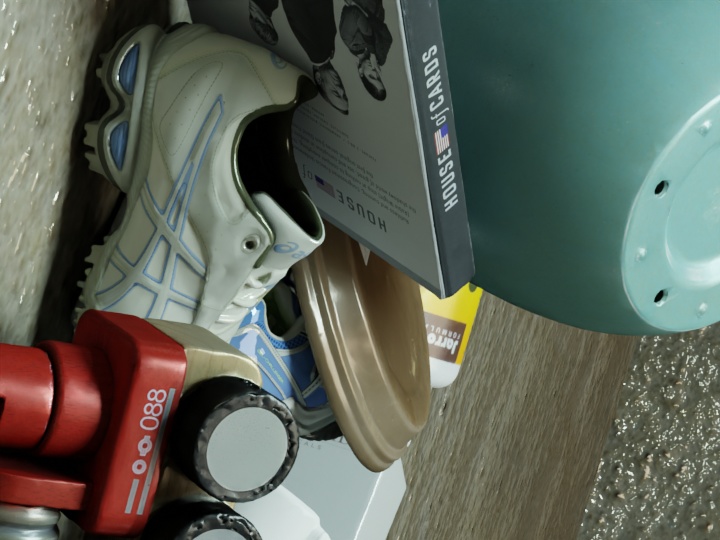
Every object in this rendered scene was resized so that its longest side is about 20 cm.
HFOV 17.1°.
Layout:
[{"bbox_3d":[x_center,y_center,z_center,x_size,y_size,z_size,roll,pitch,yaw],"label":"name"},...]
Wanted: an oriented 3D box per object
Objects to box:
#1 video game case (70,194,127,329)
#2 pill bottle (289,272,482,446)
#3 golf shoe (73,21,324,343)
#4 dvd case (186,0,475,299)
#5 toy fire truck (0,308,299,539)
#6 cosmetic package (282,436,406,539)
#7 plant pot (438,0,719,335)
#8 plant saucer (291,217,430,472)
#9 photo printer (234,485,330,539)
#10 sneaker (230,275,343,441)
[{"bbox_3d":[-0.076,-0.022,1.156,0.182,0.024,0.200,77,32,-63],"label":"video game case"},{"bbox_3d":[0.018,-0.005,1.370,0.109,0.109,0.200,19,87,-77],"label":"pill bottle"},{"bbox_3d":[-0.064,-0.003,1.008,0.078,0.097,0.200,-32,129,-57],"label":"golf shoe"},{"bbox_3d":[-0.020,-0.094,0.991,0.025,0.150,0.200,-38,143,-23],"label":"dvd case"},{"bbox_3d":[-0.137,0.103,0.911,0.129,0.200,0.176,29,-74,59],"label":"toy fire truck"},{"bbox_3d":[-0.056,0.175,1.298,0.071,0.101,0.200,81,27,-59],"label":"cosmetic package"},{"bbox_3d":[0.114,-0.064,1.081,0.201,0.161,0.201,-22,130,-29],"label":"plant pot"},{"bbox_3d":[0.000,0.000,1.184,0.200,0.029,0.200,-12,90,-78],"label":"plant saucer"},{"bbox_3d":[-0.095,0.196,1.130,0.200,0.069,0.166,-52,170,-14],"label":"photo printer"},{"bbox_3d":[-0.037,0.038,1.163,0.200,0.076,0.077,-23,133,-73],"label":"sneaker"}]
